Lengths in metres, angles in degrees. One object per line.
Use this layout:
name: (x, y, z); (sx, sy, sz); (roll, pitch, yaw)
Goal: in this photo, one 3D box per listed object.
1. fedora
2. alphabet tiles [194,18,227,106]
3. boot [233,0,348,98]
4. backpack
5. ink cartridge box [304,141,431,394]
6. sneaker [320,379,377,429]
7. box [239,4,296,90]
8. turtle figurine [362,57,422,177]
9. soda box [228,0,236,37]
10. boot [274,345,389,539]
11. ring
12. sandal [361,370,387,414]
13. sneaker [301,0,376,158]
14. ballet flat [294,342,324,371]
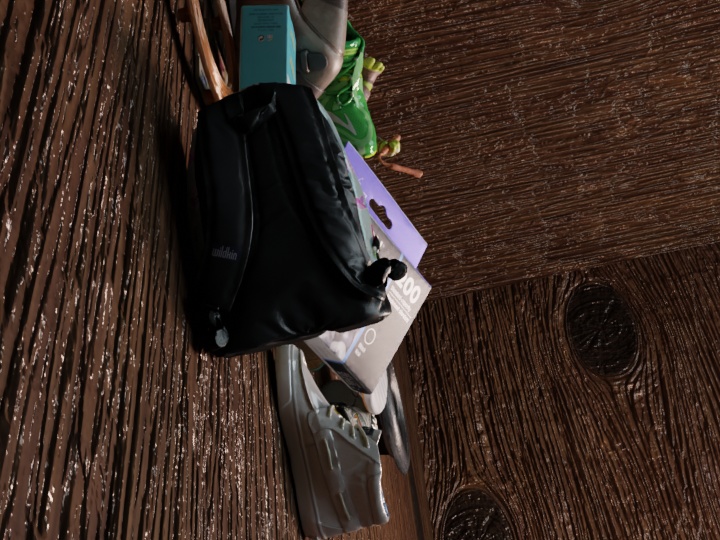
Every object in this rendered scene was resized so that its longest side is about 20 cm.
fedora: (0.008, 0.189, 1.676); (0.201, 0.091, 0.203); (-11, 90, -86)
alphabet tiles: (-0.134, -0.148, 1.245); (0.201, 0.006, 0.167); (74, 6, -48)
boot: (-0.107, -0.267, 1.329); (0.147, 0.199, 0.070); (-66, 174, 14)
backpack: (-0.070, -0.042, 0.981); (0.127, 0.165, 0.202); (147, -70, -73)
ink cartridge box: (0.000, 0.000, 1.345); (0.198, 0.043, 0.201); (48, 62, -44)
sneaker: (-0.025, 0.174, 1.386); (0.200, 0.077, 0.083); (-93, 169, -65)
box: (-0.091, -0.154, 1.232); (0.082, 0.049, 0.202); (81, 8, -72)
turtle figurine: (-0.015, -0.178, 1.504); (0.064, 0.198, 0.163); (96, 4, -69)
soda box: (-0.111, -0.268, 1.465); (0.064, 0.067, 0.202); (64, 16, -71)
boot: (-0.026, 0.165, 1.260); (0.074, 0.095, 0.202); (-19, 97, -86)
ring: (-0.146, -0.236, 1.175); (0.200, 0.019, 0.202); (-11, 90, -86)
sandal: (-0.003, 0.077, 1.475); (0.079, 0.059, 0.208); (65, 22, -46)
sneaker: (-0.031, -0.218, 1.387); (0.084, 0.073, 0.202); (139, -65, -68)
ballet flat: (-0.033, 0.015, 1.394); (0.201, 0.067, 0.072); (-60, 137, -23)
